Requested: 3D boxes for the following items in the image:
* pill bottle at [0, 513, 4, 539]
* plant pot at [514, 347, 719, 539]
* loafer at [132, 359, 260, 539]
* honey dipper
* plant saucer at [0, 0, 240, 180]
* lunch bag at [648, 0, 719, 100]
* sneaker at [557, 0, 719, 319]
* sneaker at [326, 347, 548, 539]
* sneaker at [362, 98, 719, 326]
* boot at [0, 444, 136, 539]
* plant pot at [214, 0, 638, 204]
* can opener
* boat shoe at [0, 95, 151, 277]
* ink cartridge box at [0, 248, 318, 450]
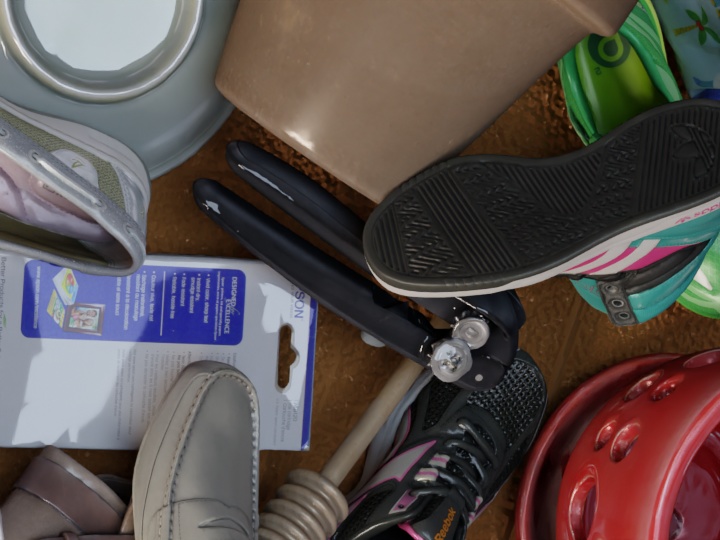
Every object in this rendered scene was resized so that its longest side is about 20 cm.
[{"bbox_3d":[-0.228,0.118,1.347,0.111,0.200,0.112,-1,93,-22],"label":"pill bottle"},{"bbox_3d":[0.194,0.135,1.528,0.199,0.182,0.202,-1,93,-22],"label":"plant pot"},{"bbox_3d":[-0.075,0.142,1.416,0.070,0.070,0.202,15,76,-38],"label":"loafer"},{"bbox_3d":[0.009,0.075,1.507,0.038,0.038,0.200,49,59,-17],"label":"honey dipper"},{"bbox_3d":[-0.134,-0.137,1.455,0.199,0.050,0.202,-1,93,-23],"label":"plant saucer"},{"bbox_3d":[0.243,-0.204,1.570,0.199,0.127,0.171,-31,103,-29],"label":"lunch bag"},{"bbox_3d":[0.150,-0.058,1.548,0.074,0.084,0.201,-26,97,23],"label":"sneaker"},{"bbox_3d":[0.034,0.125,1.515,0.080,0.086,0.200,43,76,-20],"label":"sneaker"},{"bbox_3d":[0.098,-0.016,1.466,0.199,0.121,0.084,-15,64,-5],"label":"sneaker"},{"bbox_3d":[-0.111,0.180,1.465,0.199,0.070,0.147,30,74,-38],"label":"boot"},{"bbox_3d":[0.017,-0.134,1.451,0.200,0.200,0.175,34,94,-20],"label":"plant pot"},{"bbox_3d":[0.000,0.000,1.479,0.199,0.079,0.064,27,107,-25],"label":"can opener"},{"bbox_3d":[-0.195,-0.050,1.409,0.201,0.065,0.075,21,120,-18],"label":"boat shoe"},{"bbox_3d":[-0.120,0.040,1.475,0.199,0.039,0.100,4,92,-21],"label":"ink cartridge box"}]
